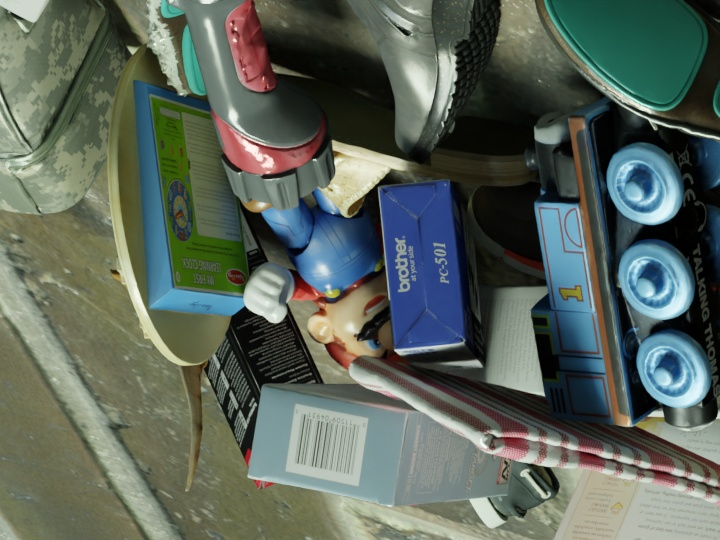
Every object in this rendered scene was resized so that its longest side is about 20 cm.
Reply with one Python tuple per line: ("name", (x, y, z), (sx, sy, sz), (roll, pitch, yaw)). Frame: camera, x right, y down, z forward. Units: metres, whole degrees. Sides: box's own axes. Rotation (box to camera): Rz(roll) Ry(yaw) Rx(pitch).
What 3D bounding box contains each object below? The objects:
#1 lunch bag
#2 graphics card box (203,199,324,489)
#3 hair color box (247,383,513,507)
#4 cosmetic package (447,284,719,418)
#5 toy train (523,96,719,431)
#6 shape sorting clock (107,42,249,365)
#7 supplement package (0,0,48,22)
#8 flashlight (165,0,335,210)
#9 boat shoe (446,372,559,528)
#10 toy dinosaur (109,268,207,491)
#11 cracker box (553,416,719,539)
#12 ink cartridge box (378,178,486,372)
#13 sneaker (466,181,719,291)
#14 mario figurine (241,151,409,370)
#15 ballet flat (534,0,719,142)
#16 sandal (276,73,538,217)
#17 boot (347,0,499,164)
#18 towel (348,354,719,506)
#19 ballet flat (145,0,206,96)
("lunch bag", (-0.253, -0.138, 1.635), (0.199, 0.140, 0.168), (11, 153, 29))
("graphics card box", (-0.083, 0.036, 1.782), (0.201, 0.051, 0.126), (64, 165, 14))
("hair color box", (0.019, 0.107, 1.645), (0.099, 0.061, 0.200), (10, -178, 23))
("cosmetic package", (0.159, 0.051, 1.641), (0.101, 0.072, 0.200), (13, 170, -40))
("toy train", (0.149, -0.007, 1.460), (0.114, 0.087, 0.201), (2, 112, 36))
("shape sorting clock", (-0.115, -0.041, 1.625), (0.039, 0.201, 0.200), (-10, 144, 17))
("supplement package", (-0.177, -0.239, 1.373), (0.119, 0.122, 0.200), (29, 157, -7))
("flashlight", (-0.059, -0.122, 1.454), (0.068, 0.068, 0.200), (18, 144, 24))
("boat shoe", (0.079, 0.095, 1.873), (0.060, 0.076, 0.200), (-23, 126, 11))
("toy dinosaur", (-0.112, 0.043, 1.703), (0.200, 0.060, 0.107), (-103, -11, -66))
("cracker box", (0.205, 0.150, 1.675), (0.134, 0.201, 0.058), (5, 148, 41))
("ink cartridge box", (0.044, 0.007, 1.562), (0.044, 0.095, 0.200), (-6, 173, 6))
("sneaker", (0.155, -0.037, 1.538), (0.199, 0.077, 0.082), (14, 126, 26))
("mario figurine", (0.000, 0.000, 1.685), (0.123, 0.106, 0.200), (-12, 132, 21))
("ballet flat", (0.177, -0.094, 1.368), (0.200, 0.068, 0.068), (31, 171, 8))
("sandal", (0.004, -0.061, 1.582), (0.211, 0.078, 0.070), (13, 118, 21))
("boot", (0.008, -0.151, 1.449), (0.131, 0.070, 0.200), (26, 146, 10))
("towel", (0.106, 0.096, 1.524), (0.199, 0.030, 0.146), (14, -175, -33))
("ballet flat", (-0.103, -0.169, 1.519), (0.072, 0.072, 0.200), (24, 154, 6))
